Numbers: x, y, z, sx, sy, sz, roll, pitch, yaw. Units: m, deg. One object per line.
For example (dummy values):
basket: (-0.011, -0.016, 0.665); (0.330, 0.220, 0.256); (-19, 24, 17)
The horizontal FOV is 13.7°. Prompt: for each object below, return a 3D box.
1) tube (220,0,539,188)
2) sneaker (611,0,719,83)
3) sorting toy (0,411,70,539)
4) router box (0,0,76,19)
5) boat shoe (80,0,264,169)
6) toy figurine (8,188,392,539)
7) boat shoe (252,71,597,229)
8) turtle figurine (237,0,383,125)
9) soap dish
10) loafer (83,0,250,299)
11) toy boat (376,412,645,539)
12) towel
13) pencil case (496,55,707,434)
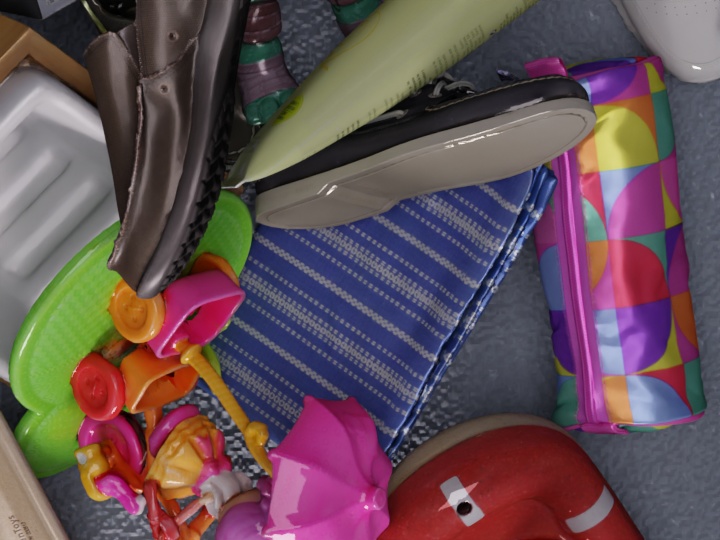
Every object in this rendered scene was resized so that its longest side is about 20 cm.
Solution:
tube: (0.012, -0.102, 1.438); (0.200, 0.058, 0.052); (-40, 55, -5)
sneaker: (0.156, -0.191, 1.513); (0.076, 0.081, 0.200); (-12, 98, -1)
sorting toy: (-0.246, 0.160, 1.549); (0.200, 0.036, 0.185); (-21, 121, 5)
router box: (-0.210, -0.228, 1.442); (0.052, 0.157, 0.200); (-35, 124, -34)
boat shoe: (-0.106, -0.139, 1.526); (0.072, 0.060, 0.202); (-29, 96, 3)
toy figurine: (-0.070, 0.093, 1.476); (0.184, 0.150, 0.200); (47, 127, 23)
boat shoe: (0.026, -0.072, 1.470); (0.200, 0.073, 0.063); (-17, 70, 37)
turtle figurine: (-0.045, -0.179, 1.461); (0.150, 0.101, 0.200); (-17, 118, 7)
soap dish: (-0.169, -0.033, 1.483); (0.157, 0.200, 0.081); (-45, 54, 6)
loafer: (-0.095, -0.087, 1.402); (0.071, 0.073, 0.200); (11, 91, 4)
toy boat: (0.089, 0.172, 1.505); (0.130, 0.131, 0.200); (-33, 117, 2)
towel: (0.000, 0.000, 1.523); (0.145, 0.024, 0.200); (34, 97, 33)
pencil case: (0.124, -0.014, 1.531); (0.088, 0.088, 0.200); (-10, 96, 1)
